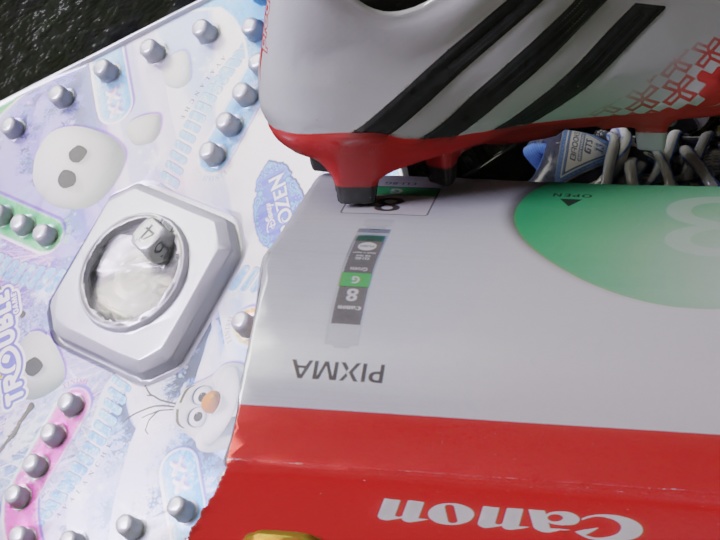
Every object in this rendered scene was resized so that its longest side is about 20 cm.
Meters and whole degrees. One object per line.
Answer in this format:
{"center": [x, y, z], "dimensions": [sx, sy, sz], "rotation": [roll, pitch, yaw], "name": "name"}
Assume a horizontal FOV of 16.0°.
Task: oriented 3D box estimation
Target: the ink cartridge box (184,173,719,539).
{"center": [0.046, 0.026, 0.678], "dimensions": [0.160, 0.050, 0.200], "rotation": [3, 19, 11], "name": "ink cartridge box"}

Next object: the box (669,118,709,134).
{"center": [0.097, -0.080, 1.163], "dimensions": [0.200, 0.050, 0.158], "rotation": [-28, 14, 41], "name": "box"}

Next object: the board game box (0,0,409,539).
{"center": [-0.077, 0.000, 0.857], "dimensions": [0.200, 0.026, 0.200], "rotation": [-25, 56, 18], "name": "board game box"}

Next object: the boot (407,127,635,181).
{"center": [0.086, -0.087, 0.943], "dimensions": [0.211, 0.158, 0.079], "rotation": [-44, 3, -15], "name": "boot"}

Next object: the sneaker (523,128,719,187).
{"center": [0.091, -0.012, 0.805], "dimensions": [0.200, 0.085, 0.077], "rotation": [-32, 12, 21], "name": "sneaker"}

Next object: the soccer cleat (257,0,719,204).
{"center": [0.064, -0.079, 0.762], "dimensions": [0.199, 0.085, 0.069], "rotation": [-12, 24, -15], "name": "soccer cleat"}

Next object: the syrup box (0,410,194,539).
{"center": [-0.113, 0.123, 0.902], "dimensions": [0.200, 0.079, 0.081], "rotation": [-35, 11, 12], "name": "syrup box"}
